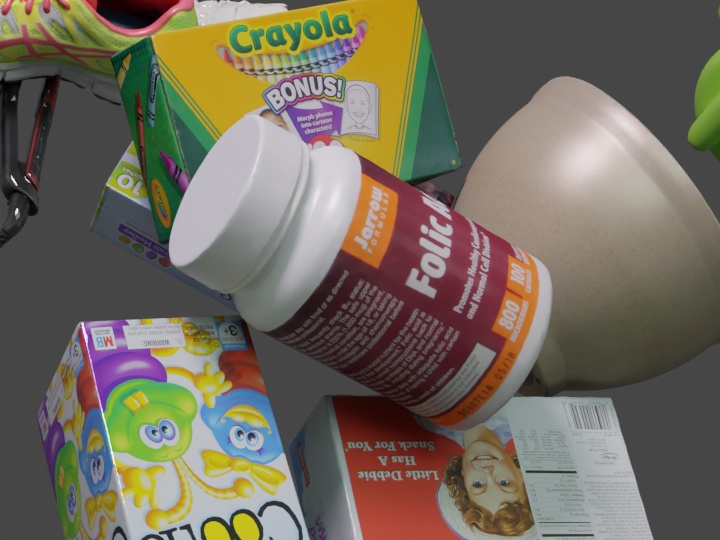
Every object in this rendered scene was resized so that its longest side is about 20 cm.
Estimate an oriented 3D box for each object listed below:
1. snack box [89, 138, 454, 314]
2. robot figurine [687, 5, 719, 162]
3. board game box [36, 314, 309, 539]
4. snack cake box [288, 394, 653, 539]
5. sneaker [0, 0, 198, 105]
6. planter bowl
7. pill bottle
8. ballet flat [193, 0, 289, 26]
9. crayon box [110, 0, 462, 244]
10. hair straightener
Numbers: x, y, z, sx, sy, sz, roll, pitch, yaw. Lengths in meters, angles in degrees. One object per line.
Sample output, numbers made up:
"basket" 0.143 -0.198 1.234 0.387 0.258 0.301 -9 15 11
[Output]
"snack box" -0.054 -0.037 1.373 0.199 0.053 0.143 28 49 -3
"robot figurine" 0.325 -0.137 1.591 0.176 0.116 0.200 46 49 9
"board game box" -0.101 0.137 1.184 0.103 0.105 0.201 -2 56 -26
"snack cake box" 0.067 0.140 1.289 0.199 0.067 0.115 3 56 -24
"sneaker" -0.191 -0.165 1.327 0.199 0.090 0.078 9 51 -11
"planter bowl" 0.129 -0.003 1.361 0.135 0.200 0.200 -36 74 -13
"pill bottle" 0.000 0.000 1.215 0.199 0.114 0.115 29 46 -22
"ballet flat" -0.042 -0.146 1.455 0.199 0.072 0.072 23 49 -7
"crayon box" -0.043 -0.096 1.320 0.199 0.058 0.119 -15 89 -34
"hair straightener" -0.231 -0.093 1.347 0.077 0.041 0.201 14 55 -14
